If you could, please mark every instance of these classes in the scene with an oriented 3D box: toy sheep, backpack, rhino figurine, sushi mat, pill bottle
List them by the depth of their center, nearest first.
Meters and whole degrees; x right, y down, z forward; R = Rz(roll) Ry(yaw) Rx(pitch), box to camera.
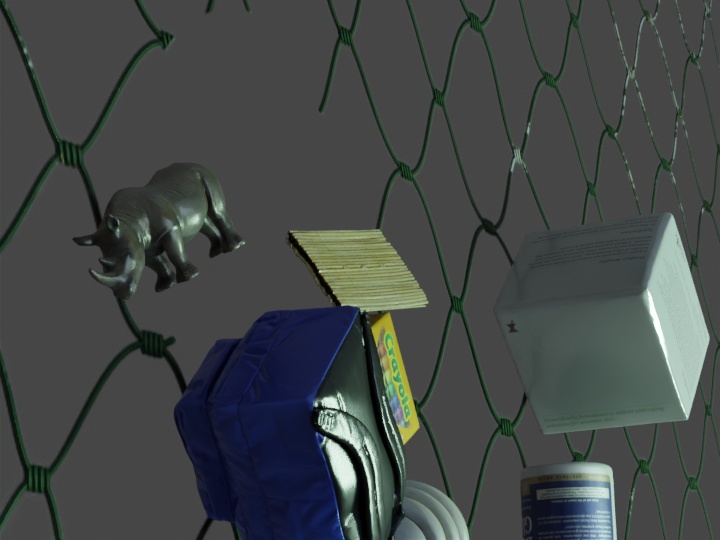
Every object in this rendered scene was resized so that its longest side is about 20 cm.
[{"bbox_3d":[-0.163,-0.029,1.378,0.088,0.060,0.200,63,31,-6],"label":"rhino figurine"},{"bbox_3d":[-0.050,0.149,1.432,0.163,0.167,0.201,-56,135,-50],"label":"backpack"},{"bbox_3d":[0.039,0.262,1.622,0.200,0.137,0.139,5,77,-82],"label":"toy sheep"},{"bbox_3d":[0.000,0.000,1.706,0.096,0.012,0.200,55,22,15],"label":"sushi mat"},{"bbox_3d":[0.245,0.330,2.032,0.111,0.110,0.201,24,61,-59],"label":"pill bottle"}]

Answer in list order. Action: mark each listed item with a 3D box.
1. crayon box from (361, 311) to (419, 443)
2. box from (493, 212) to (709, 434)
[{"bbox_3d":[-0.003,0.122,1.664,0.200,0.051,0.127,-41,119,-60],"label":"crayon box"},{"bbox_3d":[0.298,0.065,2.116,0.201,0.198,0.172,67,30,-26],"label":"box"}]
